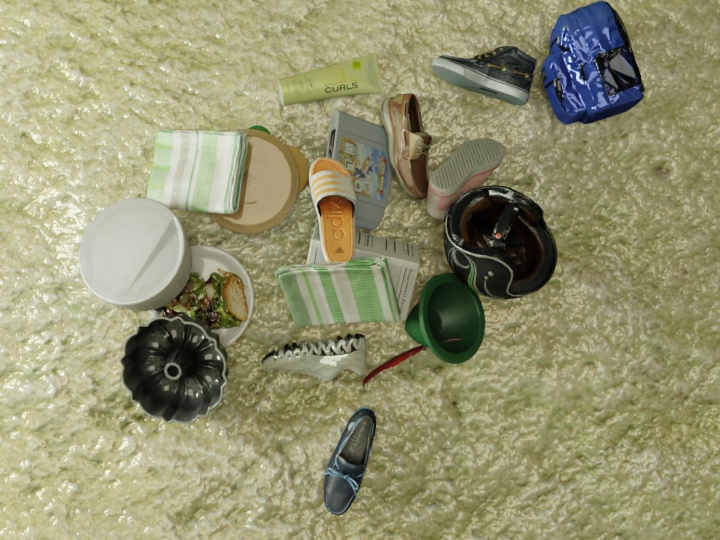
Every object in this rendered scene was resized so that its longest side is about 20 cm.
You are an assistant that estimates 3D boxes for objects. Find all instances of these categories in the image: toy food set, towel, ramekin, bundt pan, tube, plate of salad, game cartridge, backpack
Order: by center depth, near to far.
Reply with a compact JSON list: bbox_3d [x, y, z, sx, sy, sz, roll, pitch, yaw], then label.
[{"bbox_3d":[-0.036,0.043,1.488,0.197,0.154,0.024,-5,44,14],"label":"towel"},{"bbox_3d":[-0.393,-0.020,1.535,0.199,0.094,0.206,-3,69,8],"label":"ramekin"},{"bbox_3d":[-0.325,0.169,1.545,0.198,0.076,0.205,2,104,7],"label":"bundt pan"},{"bbox_3d":[-0.302,-0.184,1.563,0.197,0.031,0.152,7,85,24],"label":"towel"},{"bbox_3d":[-0.003,-0.183,1.583,0.131,0.041,0.203,12,76,-26],"label":"game cartridge"},{"bbox_3d":[-0.296,0.054,1.584,0.196,0.048,0.204,0,88,-3],"label":"plate of salad"},{"bbox_3d":[0.419,-0.384,1.587,0.165,0.163,0.203,-17,89,0],"label":"backpack"},{"bbox_3d":[-0.209,-0.170,1.599,0.196,0.049,0.202,30,87,-1],"label":"toy food set"},{"bbox_3d":[-0.057,-0.356,1.618,0.197,0.052,0.059,-12,128,-8],"label":"tube"}]

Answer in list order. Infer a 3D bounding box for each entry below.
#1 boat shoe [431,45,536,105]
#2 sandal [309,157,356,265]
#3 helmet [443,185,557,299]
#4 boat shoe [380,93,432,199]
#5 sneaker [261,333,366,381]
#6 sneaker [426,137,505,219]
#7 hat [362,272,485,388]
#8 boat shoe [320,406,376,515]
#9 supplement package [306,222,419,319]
[{"bbox_3d":[0.235,-0.388,1.626,0.197,0.071,0.092,18,85,-9],"label":"boat shoe"},{"bbox_3d":[-0.039,-0.109,1.480,0.078,0.059,0.210,-6,70,-11],"label":"sandal"},{"bbox_3d":[0.250,-0.043,1.548,0.197,0.191,0.203,-11,57,18],"label":"helmet"},{"bbox_3d":[0.095,-0.233,1.594,0.071,0.075,0.203,-16,89,37],"label":"boat shoe"},{"bbox_3d":[-0.083,0.170,1.582,0.197,0.075,0.082,-8,97,-3],"label":"sneaker"},{"bbox_3d":[0.193,-0.168,1.615,0.075,0.105,0.200,36,55,24],"label":"sneaker"},{"bbox_3d":[0.109,0.107,1.619,0.198,0.175,0.168,-12,86,-41],"label":"hat"},{"bbox_3d":[-0.026,0.350,1.574,0.083,0.069,0.203,13,87,-2],"label":"boat shoe"},{"bbox_3d":[0.000,0.000,1.557,0.197,0.110,0.115,13,109,-3],"label":"supplement package"}]
